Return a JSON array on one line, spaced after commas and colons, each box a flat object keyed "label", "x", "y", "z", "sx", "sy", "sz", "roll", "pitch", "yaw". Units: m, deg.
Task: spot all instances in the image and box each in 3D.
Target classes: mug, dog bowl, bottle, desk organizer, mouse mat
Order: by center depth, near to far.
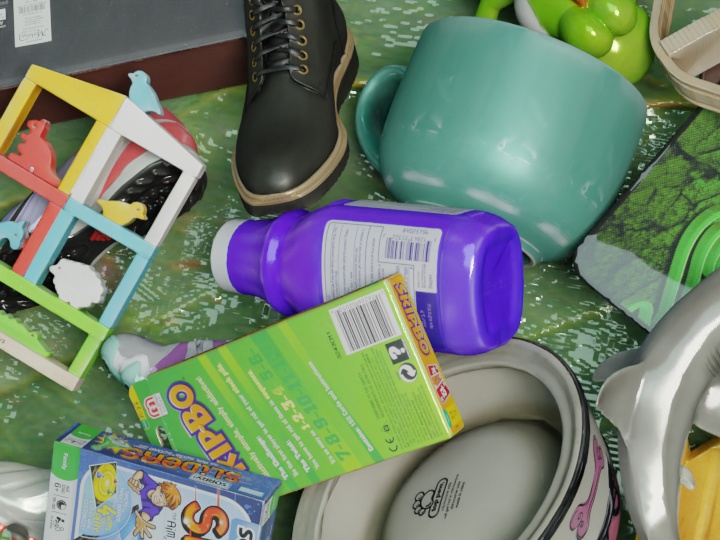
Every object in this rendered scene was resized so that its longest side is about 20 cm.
[{"label": "dog bowl", "x": 0.060, "y": 0.138, "z": 0.944, "sx": 0.199, "sy": 0.074, "sz": 0.201, "roll": -28, "pitch": 36, "yaw": 23}, {"label": "mouse mat", "x": 0.241, "y": -0.029, "z": 0.955, "sx": 0.161, "sy": 0.008, "sz": 0.200, "roll": 39, "pitch": 85, "yaw": 18}, {"label": "bottle", "x": 0.000, "y": 0.000, "z": 0.991, "sx": 0.199, "sy": 0.065, "sz": 0.084, "roll": 6, "pitch": 104, "yaw": 35}, {"label": "mug", "x": 0.082, "y": -0.070, "z": 1.039, "sx": 0.151, "sy": 0.185, "sz": 0.115, "roll": 25, "pitch": 79, "yaw": -16}, {"label": "desk organizer", "x": -0.166, "y": -0.157, "z": 1.140, "sx": 0.199, "sy": 0.077, "sz": 0.072, "roll": -10, "pitch": 72, "yaw": 9}]

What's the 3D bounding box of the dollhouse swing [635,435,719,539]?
[{"label": "dollhouse swing", "x": 0.235, "y": 0.214, "z": 0.892, "sx": 0.199, "sy": 0.176, "sz": 0.183, "roll": 12, "pitch": 114, "yaw": 15}]

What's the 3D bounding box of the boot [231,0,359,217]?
[{"label": "boot", "x": -0.055, "y": -0.141, "z": 1.035, "sx": 0.077, "sy": 0.139, "sz": 0.201, "roll": -8, "pitch": 38, "yaw": 10}]

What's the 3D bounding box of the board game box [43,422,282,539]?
[{"label": "board game box", "x": -0.128, "y": 0.204, "z": 1.001, "sx": 0.135, "sy": 0.034, "sz": 0.201, "roll": 13, "pitch": 108, "yaw": 12}]

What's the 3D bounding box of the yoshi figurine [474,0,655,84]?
[{"label": "yoshi figurine", "x": 0.123, "y": -0.174, "z": 1.061, "sx": 0.200, "sy": 0.111, "sz": 0.113, "roll": 57, "pitch": 136, "yaw": 51}]

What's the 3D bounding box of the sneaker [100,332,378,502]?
[{"label": "sneaker", "x": -0.056, "y": 0.052, "z": 1.066, "sx": 0.199, "sy": 0.078, "sz": 0.140, "roll": 27, "pitch": 80, "yaw": 8}]

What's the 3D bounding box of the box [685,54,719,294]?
[{"label": "box", "x": 0.235, "y": -0.020, "z": 1.008, "sx": 0.074, "sy": 0.100, "sz": 0.201, "roll": 5, "pitch": 76, "yaw": 13}]

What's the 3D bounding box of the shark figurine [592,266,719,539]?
[{"label": "shark figurine", "x": 0.158, "y": 0.097, "z": 0.883, "sx": 0.128, "sy": 0.089, "sz": 0.216, "roll": -10, "pitch": 68, "yaw": 38}]

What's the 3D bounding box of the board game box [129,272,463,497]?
[{"label": "board game box", "x": -0.043, "y": 0.079, "z": 0.972, "sx": 0.199, "sy": 0.030, "sz": 0.096, "roll": -22, "pitch": 91, "yaw": 28}]

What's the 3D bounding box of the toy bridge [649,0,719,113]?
[{"label": "toy bridge", "x": 0.208, "y": -0.138, "z": 0.981, "sx": 0.067, "sy": 0.027, "sz": 0.201, "roll": -29, "pitch": 42, "yaw": 8}]

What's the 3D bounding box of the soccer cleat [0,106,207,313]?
[{"label": "soccer cleat", "x": -0.198, "y": -0.039, "z": 1.129, "sx": 0.199, "sy": 0.068, "sz": 0.073, "roll": -30, "pitch": 47, "yaw": 6}]

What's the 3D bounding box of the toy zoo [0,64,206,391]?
[{"label": "toy zoo", "x": -0.190, "y": -0.041, "z": 1.074, "sx": 0.131, "sy": 0.020, "sz": 0.201, "roll": 30, "pitch": 92, "yaw": 3}]

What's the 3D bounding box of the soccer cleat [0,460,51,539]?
[{"label": "soccer cleat", "x": -0.174, "y": 0.153, "z": 1.066, "sx": 0.199, "sy": 0.069, "sz": 0.078, "roll": 20, "pitch": 70, "yaw": 11}]
